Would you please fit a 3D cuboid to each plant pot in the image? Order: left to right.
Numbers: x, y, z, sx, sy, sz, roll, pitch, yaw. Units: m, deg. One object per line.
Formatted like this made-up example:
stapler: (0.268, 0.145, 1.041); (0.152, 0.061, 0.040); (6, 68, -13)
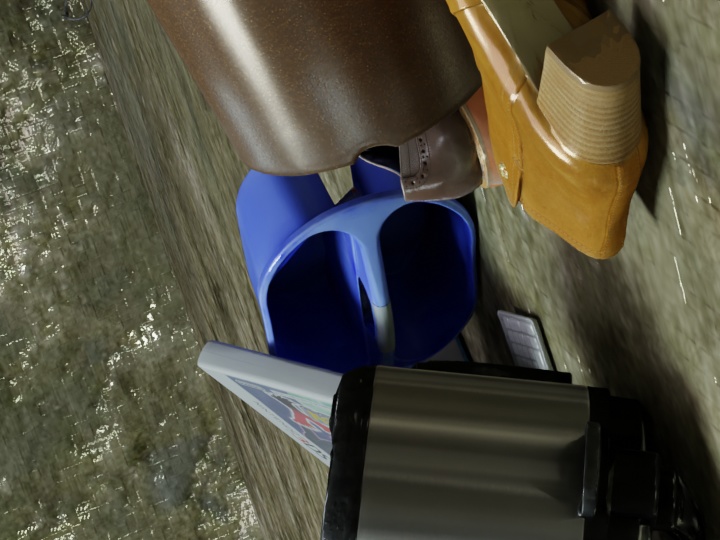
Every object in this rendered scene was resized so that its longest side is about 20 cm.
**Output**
plant pot: (-0.032, -0.170, 1.179); (0.198, 0.200, 0.200); (64, 173, -27)

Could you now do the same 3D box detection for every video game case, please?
video game case: (0.017, 0.111, 1.459); (0.200, 0.023, 0.182); (12, 158, 45)

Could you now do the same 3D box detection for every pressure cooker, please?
pressure cooker: (0.078, 0.143, 1.204); (0.176, 0.200, 0.179); (-71, -14, -79)

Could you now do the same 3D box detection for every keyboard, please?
keyboard: (0.126, 0.119, 1.401); (0.056, 0.011, 0.200); (-152, 41, -75)

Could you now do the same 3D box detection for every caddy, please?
caddy: (0.000, 0.000, 1.454); (0.200, 0.141, 0.105); (82, 167, -55)

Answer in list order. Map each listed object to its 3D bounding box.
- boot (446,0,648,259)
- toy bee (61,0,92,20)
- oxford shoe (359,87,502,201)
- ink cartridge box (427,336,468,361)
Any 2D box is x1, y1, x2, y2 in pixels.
boot: (0.066, -0.108, 1.069); (0.201, 0.071, 0.144); (58, 163, 27)
toy bee: (-0.438, -0.428, 3.035); (0.200, 0.131, 0.109); (26, 180, 31)
oxford shoe: (0.018, -0.108, 1.324); (0.200, 0.073, 0.071); (-123, 15, -51)
ink cartridge box: (0.027, 0.075, 1.676); (0.200, 0.068, 0.116); (102, 146, -73)
